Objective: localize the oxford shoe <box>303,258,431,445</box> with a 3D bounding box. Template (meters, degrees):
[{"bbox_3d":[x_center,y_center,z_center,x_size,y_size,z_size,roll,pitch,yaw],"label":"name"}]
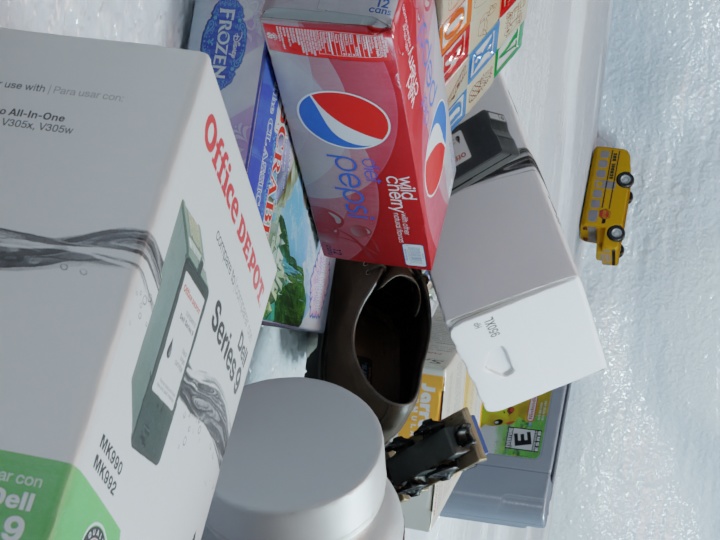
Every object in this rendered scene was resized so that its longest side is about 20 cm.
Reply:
[{"bbox_3d":[0.011,0.004,0.953,0.084,0.072,0.201,-41,-133,49],"label":"oxford shoe"}]

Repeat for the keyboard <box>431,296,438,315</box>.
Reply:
[{"bbox_3d":[0.027,0.023,1.195,0.011,0.056,0.200,-51,-176,30],"label":"keyboard"}]

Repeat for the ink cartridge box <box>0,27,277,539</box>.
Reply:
[{"bbox_3d":[-0.099,0.040,0.559,0.146,0.084,0.201,77,23,-59],"label":"ink cartridge box"}]

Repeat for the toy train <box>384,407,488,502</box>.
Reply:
[{"bbox_3d":[0.008,0.122,0.924,0.046,0.200,0.034,-7,71,-39],"label":"toy train"}]

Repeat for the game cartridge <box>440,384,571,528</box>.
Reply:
[{"bbox_3d":[0.115,0.124,1.453,0.041,0.133,0.201,65,33,-55],"label":"game cartridge"}]

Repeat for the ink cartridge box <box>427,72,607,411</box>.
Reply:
[{"bbox_3d":[0.076,-0.035,1.018,0.145,0.084,0.201,58,13,-61],"label":"ink cartridge box"}]

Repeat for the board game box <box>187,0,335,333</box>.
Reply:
[{"bbox_3d":[-0.043,-0.073,0.839,0.199,0.041,0.201,19,79,-78],"label":"board game box"}]

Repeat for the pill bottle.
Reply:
[{"bbox_3d":[-0.033,0.161,0.862,0.114,0.113,0.201,-67,161,-49],"label":"pill bottle"}]

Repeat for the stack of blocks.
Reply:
[{"bbox_3d":[0.050,-0.167,0.837,0.115,0.058,0.200,-50,161,-22],"label":"stack of blocks"}]

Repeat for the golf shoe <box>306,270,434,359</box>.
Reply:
[{"bbox_3d":[0.000,0.000,1.063,0.200,0.078,0.098,-63,138,-63],"label":"golf shoe"}]

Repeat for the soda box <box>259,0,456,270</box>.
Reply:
[{"bbox_3d":[0.004,-0.083,0.805,0.200,0.063,0.070,77,24,-58],"label":"soda box"}]

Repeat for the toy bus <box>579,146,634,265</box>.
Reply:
[{"bbox_3d":[0.423,-0.110,2.818,0.065,0.078,0.201,76,25,-61],"label":"toy bus"}]

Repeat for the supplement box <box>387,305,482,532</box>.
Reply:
[{"bbox_3d":[0.045,0.102,1.264,0.200,0.073,0.127,-41,138,-72],"label":"supplement box"}]
